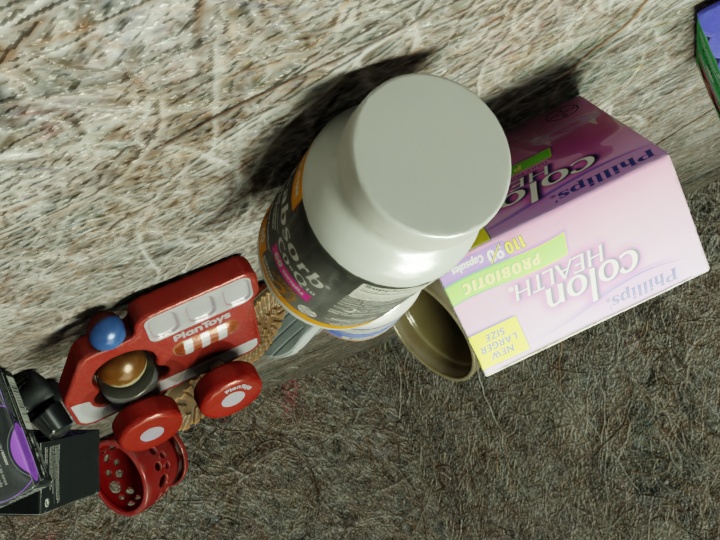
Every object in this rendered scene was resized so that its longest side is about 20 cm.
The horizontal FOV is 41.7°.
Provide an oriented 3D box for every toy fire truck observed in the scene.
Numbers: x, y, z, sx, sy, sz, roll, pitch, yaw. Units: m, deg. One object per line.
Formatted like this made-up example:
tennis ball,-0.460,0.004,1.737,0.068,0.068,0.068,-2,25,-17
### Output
toy fire truck,-0.186,0.070,0.883,0.199,0.113,0.168,-22,149,-14

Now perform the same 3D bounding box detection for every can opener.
can opener,-0.354,0.148,1.027,0.063,0.079,0.200,-29,-176,-14

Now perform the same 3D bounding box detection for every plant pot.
plant pot,0.164,0.048,1.525,0.173,0.201,0.200,-37,180,-25
plant pot,-0.550,0.484,2.374,0.200,0.201,0.182,-28,-179,35

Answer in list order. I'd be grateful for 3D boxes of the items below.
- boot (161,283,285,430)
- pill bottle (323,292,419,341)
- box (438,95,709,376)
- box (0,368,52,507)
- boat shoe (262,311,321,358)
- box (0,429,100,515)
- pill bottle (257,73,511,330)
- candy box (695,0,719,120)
boot,-0.169,0.071,1.032,0.200,0.107,0.075,-44,145,-29
pill bottle,0.000,0.000,0.853,0.111,0.113,0.200,-22,172,-7
box,0.137,-0.037,0.736,0.175,0.097,0.200,-26,-158,6
box,-0.395,0.177,0.840,0.199,0.123,0.106,-21,174,-14
boat shoe,-0.068,0.061,1.250,0.062,0.072,0.200,-12,164,-46
box,-0.405,0.216,1.029,0.198,0.080,0.141,-2,173,9
pill bottle,0.009,-0.037,0.593,0.116,0.117,0.200,-20,172,-22
candy box,0.353,-0.188,0.737,0.168,0.078,0.200,-25,172,19
